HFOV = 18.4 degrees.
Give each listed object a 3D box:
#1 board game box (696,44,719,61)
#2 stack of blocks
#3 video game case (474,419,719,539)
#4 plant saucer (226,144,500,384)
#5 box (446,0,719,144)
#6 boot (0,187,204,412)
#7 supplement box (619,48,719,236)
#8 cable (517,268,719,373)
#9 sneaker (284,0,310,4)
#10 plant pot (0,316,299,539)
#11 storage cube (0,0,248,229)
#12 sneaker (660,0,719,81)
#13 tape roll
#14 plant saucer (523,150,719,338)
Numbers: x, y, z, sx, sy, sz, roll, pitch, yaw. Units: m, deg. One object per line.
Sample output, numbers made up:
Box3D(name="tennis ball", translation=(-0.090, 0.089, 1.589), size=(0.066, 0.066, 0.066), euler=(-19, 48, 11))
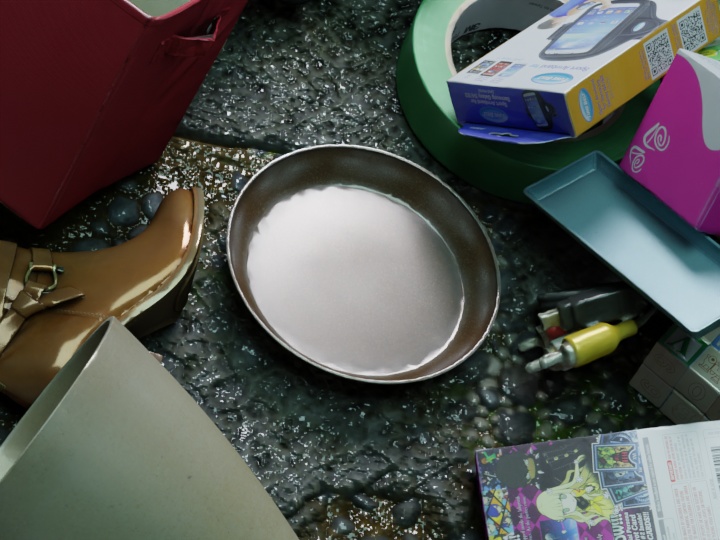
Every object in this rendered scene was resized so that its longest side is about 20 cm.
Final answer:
Box3D(name="board game box", translation=(0.322, -0.114, 1.689), size=(0.199, 0.135, 0.029), euler=(-12, 28, -26))
Box3D(name="stack of blocks", translation=(0.290, 0.113, 1.564), size=(0.200, 0.059, 0.115), euler=(41, 54, 11))
Box3D(name="video game case", translation=(0.176, 0.199, 1.447), size=(0.181, 0.036, 0.201), euler=(-7, 57, -1))
Box3D(name="plant saucer", translation=(0.000, 0.000, 1.561), size=(0.199, 0.032, 0.201), euler=(9, 55, -13))
Box3D(name="box", translation=(0.157, -0.151, 1.611), size=(0.200, 0.042, 0.119), euler=(-33, 28, -35))
Box3D(name="boot", translation=(-0.193, 0.007, 1.474), size=(0.155, 0.077, 0.201), euler=(18, 60, -1))
Box3D(name="supplement box", translation=(0.303, -0.076, 1.606), size=(0.200, 0.101, 0.103), euler=(13, 21, -39))
Box3D(name="cable", translation=(0.204, 0.027, 1.566), size=(0.199, 0.097, 0.051), euler=(-13, 103, -7))
Box3D(name="sneaker", translation=(-0.086, -0.260, 1.620), size=(0.200, 0.078, 0.089), euler=(34, 24, -48))
Box3D(name="plant pot", translation=(-0.127, 0.161, 1.331), size=(0.200, 0.187, 0.188), euler=(38, 52, -9))
Box3D(name="storage cube", translation=(-0.201, -0.165, 1.482), size=(0.200, 0.180, 0.171), euler=(38, 30, 7))
Box3D(name="sneaker", translation=(0.276, -0.186, 1.686), size=(0.079, 0.200, 0.131), euler=(-27, 76, -16))
Box3D(name="tape roll", translation=(0.128, -0.145, 1.693), size=(0.200, 0.048, 0.201), euler=(9, 54, -13))
Box3D(name="plant saucer", translation=(0.198, -0.018, 1.555), size=(0.070, 0.019, 0.200), euler=(-28, 43, -18))
